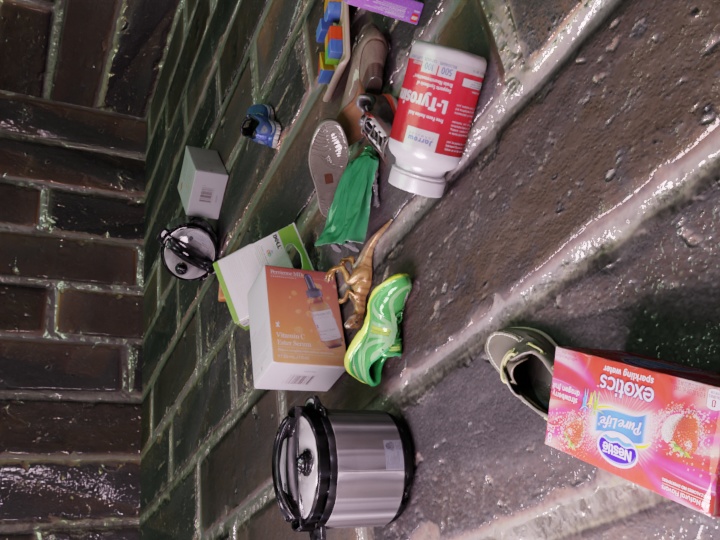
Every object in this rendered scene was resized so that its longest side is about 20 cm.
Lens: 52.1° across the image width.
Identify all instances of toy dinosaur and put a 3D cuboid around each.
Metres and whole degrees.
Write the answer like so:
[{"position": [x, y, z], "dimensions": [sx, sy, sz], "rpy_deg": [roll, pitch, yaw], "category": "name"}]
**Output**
[{"position": [0.000, 0.000, 1.303], "dimensions": [0.104, 0.060, 0.204], "rpy_deg": [15, 95, 28], "category": "toy dinosaur"}]

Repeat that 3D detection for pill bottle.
[{"position": [0.103, -0.215, 1.057], "dimensions": [0.112, 0.110, 0.204], "rpy_deg": [41, 121, 59], "category": "pill bottle"}]

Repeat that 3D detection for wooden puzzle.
[{"position": [-0.058, -0.469, 1.483], "dimensions": [0.185, 0.045, 0.205], "rpy_deg": [141, 132, -73], "category": "wooden puzzle"}]

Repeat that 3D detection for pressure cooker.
[{"position": [-0.040, 0.297, 1.117], "dimensions": [0.176, 0.196, 0.182], "rpy_deg": [50, 128, 55], "category": "pressure cooker"}, {"position": [-0.513, -0.062, 2.207], "dimensions": [0.200, 0.172, 0.183], "rpy_deg": [-136, 36, -70], "category": "pressure cooker"}]

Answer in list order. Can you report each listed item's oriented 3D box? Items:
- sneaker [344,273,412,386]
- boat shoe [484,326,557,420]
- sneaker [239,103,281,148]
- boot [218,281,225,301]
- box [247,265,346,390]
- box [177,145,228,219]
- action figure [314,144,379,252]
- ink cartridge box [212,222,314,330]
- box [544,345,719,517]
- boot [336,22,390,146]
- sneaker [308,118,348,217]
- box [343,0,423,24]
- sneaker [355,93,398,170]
[{"position": [0.043, 0.096, 1.175], "dimensions": [0.083, 0.073, 0.203], "rpy_deg": [37, 117, 32], "category": "sneaker"}, {"position": [0.198, 0.115, 0.842], "dimensions": [0.201, 0.059, 0.074], "rpy_deg": [38, 118, 60], "category": "boat shoe"}, {"position": [-0.266, -0.381, 1.884], "dimensions": [0.201, 0.087, 0.080], "rpy_deg": [55, 131, 54], "category": "sneaker"}, {"position": [-0.240, 0.058, 1.639], "dimensions": [0.077, 0.152, 0.204], "rpy_deg": [107, 158, -59], "category": "boot"}, {"position": [-0.121, 0.109, 1.381], "dimensions": [0.107, 0.149, 0.203], "rpy_deg": [-51, 41, 48], "category": "box"}, {"position": [-0.500, -0.279, 2.322], "dimensions": [0.201, 0.104, 0.155], "rpy_deg": [58, 135, 52], "category": "box"}, {"position": [-0.006, -0.132, 1.297], "dimensions": [0.116, 0.054, 0.204], "rpy_deg": [2, 67, 39], "category": "action figure"}, {"position": [-0.195, 0.014, 1.573], "dimensions": [0.150, 0.197, 0.076], "rpy_deg": [65, -178, 19], "category": "ink cartridge box"}, {"position": [0.266, 0.134, 0.656], "dimensions": [0.199, 0.094, 0.102], "rpy_deg": [11, 95, 64], "category": "box"}, {"position": [0.000, -0.349, 1.368], "dimensions": [0.201, 0.069, 0.149], "rpy_deg": [127, 147, -45], "category": "boot"}, {"position": [-0.060, -0.208, 1.374], "dimensions": [0.107, 0.073, 0.203], "rpy_deg": [-97, 6, -50], "category": "sneaker"}, {"position": [0.010, -0.487, 1.286], "dimensions": [0.201, 0.134, 0.040], "rpy_deg": [57, 133, 53], "category": "box"}, {"position": [0.034, -0.226, 1.236], "dimensions": [0.078, 0.080, 0.202], "rpy_deg": [-62, 33, 36], "category": "sneaker"}]
